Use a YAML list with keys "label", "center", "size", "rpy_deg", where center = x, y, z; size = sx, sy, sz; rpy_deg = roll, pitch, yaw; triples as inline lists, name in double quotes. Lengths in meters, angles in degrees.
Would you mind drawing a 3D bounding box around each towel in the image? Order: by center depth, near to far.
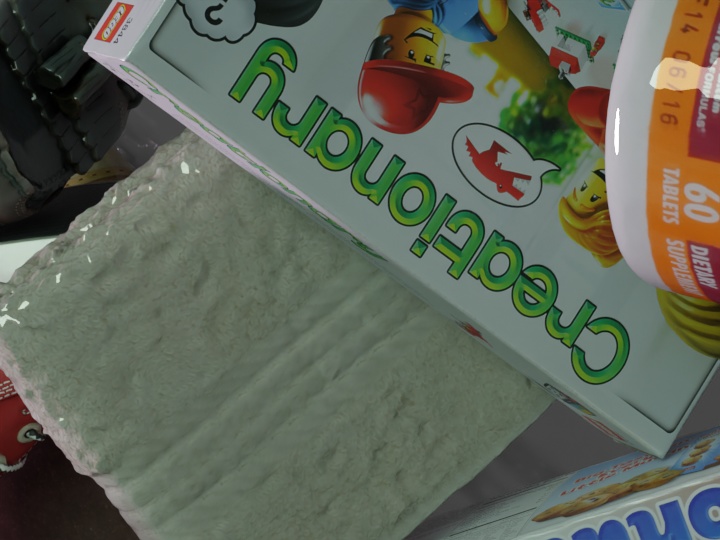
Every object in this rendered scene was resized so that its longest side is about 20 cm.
- label: "towel"
  center: [0.000, 0.000, 0.827]
  size: [0.200, 0.133, 0.034]
  rpy_deg: [-40, 20, -15]

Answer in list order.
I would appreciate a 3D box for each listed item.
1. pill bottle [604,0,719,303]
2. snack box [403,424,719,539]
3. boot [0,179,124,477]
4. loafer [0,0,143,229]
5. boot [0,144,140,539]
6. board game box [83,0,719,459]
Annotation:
- label: "pill bottle"
  center: [0.170, -0.028, 0.724]
  size: [0.199, 0.109, 0.110]
  rpy_deg: [14, 89, 25]
- label: "snack box"
  center: [0.087, 0.064, 0.826]
  size: [0.199, 0.072, 0.024]
  rpy_deg: [-20, 94, 23]
- label: "boot"
  center: [-0.108, 0.057, 0.874]
  size: [0.199, 0.072, 0.145]
  rpy_deg: [-14, 100, 11]
- label: "loafer"
  center: [-0.085, -0.084, 0.883]
  size: [0.063, 0.200, 0.072]
  rpy_deg: [-16, 119, 16]
- label: "boot"
  center: [-0.120, 0.068, 0.929]
  size: [0.200, 0.072, 0.167]
  rpy_deg: [-34, 67, 14]
- label: "board game box"
  center: [0.039, -0.054, 0.798]
  size: [0.127, 0.200, 0.035]
  rpy_deg: [-58, 26, -7]
